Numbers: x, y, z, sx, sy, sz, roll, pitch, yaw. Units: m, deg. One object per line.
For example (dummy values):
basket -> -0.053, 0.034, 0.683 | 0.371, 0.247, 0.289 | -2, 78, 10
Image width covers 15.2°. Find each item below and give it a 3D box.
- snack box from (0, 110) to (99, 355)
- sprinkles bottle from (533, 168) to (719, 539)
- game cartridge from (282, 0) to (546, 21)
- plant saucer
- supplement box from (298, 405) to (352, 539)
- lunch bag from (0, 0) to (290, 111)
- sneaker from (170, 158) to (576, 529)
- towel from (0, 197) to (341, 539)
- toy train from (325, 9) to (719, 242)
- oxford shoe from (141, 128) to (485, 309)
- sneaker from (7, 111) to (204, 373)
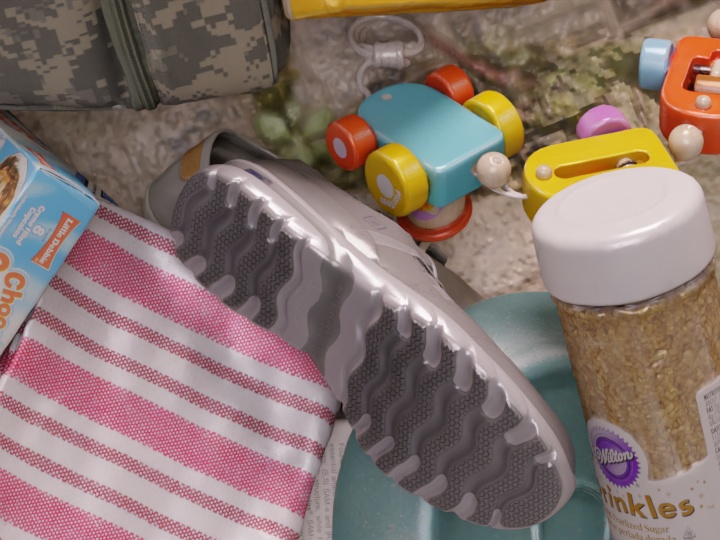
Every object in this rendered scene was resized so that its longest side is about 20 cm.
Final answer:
snack box -> -0.193, 0.028, 1.117 | 0.037, 0.116, 0.200 | 32, 94, -34
sprinkles bottle -> 0.124, 0.061, 1.084 | 0.068, 0.068, 0.201 | -15, 113, 3
game cartridge -> 0.014, -0.207, 1.128 | 0.032, 0.176, 0.201 | -6, 93, 34
plant saucer -> 0.083, 0.109, 1.153 | 0.199, 0.036, 0.201 | 0, 91, -27
supplement box -> -0.056, 0.127, 1.190 | 0.199, 0.074, 0.127 | -3, 92, 3
lunch bag -> -0.121, -0.164, 1.117 | 0.167, 0.140, 0.201 | -8, 56, 5
sneaker -> 0.019, 0.018, 1.096 | 0.200, 0.082, 0.075 | 45, 127, 12
towel -> -0.087, 0.081, 1.093 | 0.146, 0.030, 0.201 | 25, 69, -15
toy train -> 0.086, -0.057, 1.169 | 0.199, 0.150, 0.056 | 5, 129, 10
oxford shoe -> 0.000, 0.000, 1.176 | 0.199, 0.075, 0.058 | 28, 124, -1
sneaker -> -0.134, -0.003, 1.193 | 0.076, 0.077, 0.200 | -44, 72, 8
